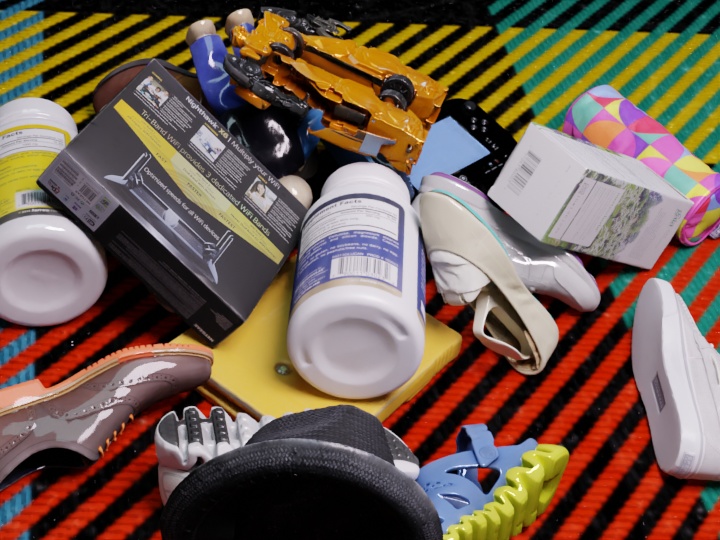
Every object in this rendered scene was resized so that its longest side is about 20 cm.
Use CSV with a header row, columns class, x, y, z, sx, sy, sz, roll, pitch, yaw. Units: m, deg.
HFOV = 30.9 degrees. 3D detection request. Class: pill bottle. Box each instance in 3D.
class,x,y,z,sx,sy,sz,roll,pitch,yaw
pill bottle,0.000,0.000,1.087,0.109,0.112,0.201,8,39,-3
pill bottle,-0.282,-0.058,1.132,0.111,0.113,0.201,-2,42,-14

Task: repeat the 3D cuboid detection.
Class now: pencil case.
class,x,y,z,sx,sy,sz,roll,pitch,yaw
pencil case,0.297,-0.109,1.337,0.088,0.089,0.200,-22,51,-32

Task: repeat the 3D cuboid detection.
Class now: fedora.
class,x,y,z,sx,sy,sz,roll,pitch,yaw
fedora,-0.037,0.154,0.879,0.198,0.202,0.092,10,42,-1

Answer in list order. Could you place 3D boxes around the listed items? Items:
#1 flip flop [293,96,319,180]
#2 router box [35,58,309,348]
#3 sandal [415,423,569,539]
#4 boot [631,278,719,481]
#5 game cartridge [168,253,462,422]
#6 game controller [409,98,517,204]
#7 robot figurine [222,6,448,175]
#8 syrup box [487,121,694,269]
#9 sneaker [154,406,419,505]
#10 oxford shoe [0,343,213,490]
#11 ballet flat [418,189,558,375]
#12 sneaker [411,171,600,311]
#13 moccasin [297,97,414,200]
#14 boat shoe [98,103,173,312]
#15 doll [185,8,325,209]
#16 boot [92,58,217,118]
class,x,y,z,sx,sy,sz,roll,pitch,yaw
flip flop,-0.091,-0.155,1.320,0.057,0.081,0.201,-28,46,7
router box,-0.149,-0.059,1.094,0.200,0.052,0.158,44,40,-11
sandal,0.072,0.178,0.979,0.087,0.080,0.199,30,36,26
boot,0.296,0.096,1.126,0.094,0.074,0.202,9,49,-11
game cartridge,-0.037,0.069,1.109,0.175,0.033,0.199,32,43,23
game controller,0.074,-0.114,1.326,0.199,0.042,0.104,-29,55,-36
robot figurine,-0.028,-0.163,1.156,0.198,0.059,0.146,24,40,2
syrup box,0.217,-0.066,1.211,0.199,0.079,0.081,9,28,-48
sneaker,-0.055,0.151,0.974,0.197,0.082,0.075,4,21,-6
oxford shoe,-0.200,0.113,1.002,0.198,0.071,0.073,-19,66,-18
ballet flat,0.104,0.018,1.100,0.069,0.200,0.070,-29,34,22
sneaker,0.126,-0.005,1.206,0.198,0.075,0.100,30,84,1
moccasin,0.004,-0.136,1.242,0.068,0.081,0.201,-24,50,-14
boat shoe,-0.190,-0.058,1.151,0.071,0.060,0.204,-27,63,13
doll,-0.090,-0.143,1.206,0.135,0.049,0.202,-18,76,-17
boot,-0.192,-0.107,1.255,0.185,0.069,0.202,2,57,11
